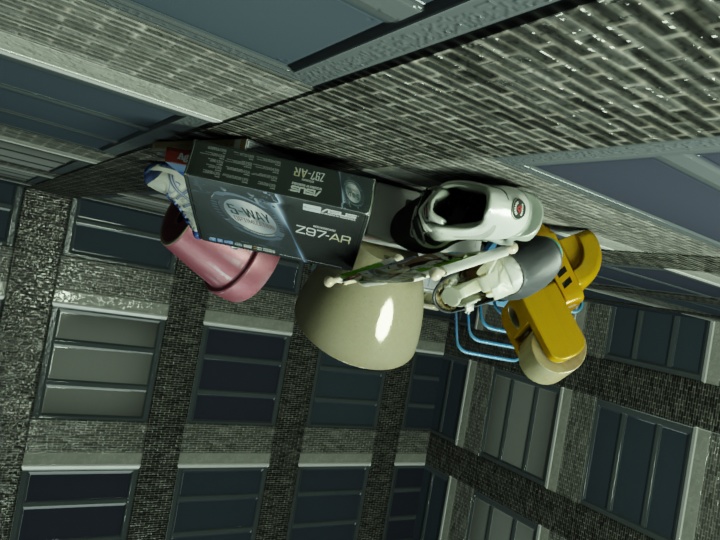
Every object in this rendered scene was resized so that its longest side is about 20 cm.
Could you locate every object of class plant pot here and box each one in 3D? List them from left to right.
[{"bbox_3d":[-0.268,-0.066,1.164,0.178,0.204,0.198,32,165,-39],"label":"plant pot"}]

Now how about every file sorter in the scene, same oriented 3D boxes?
[{"bbox_3d":[0.248,0.048,1.000,0.136,0.125,0.201,10,147,-13],"label":"file sorter"}]

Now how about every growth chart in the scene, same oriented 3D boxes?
[{"bbox_3d":[0.069,-0.006,0.709,0.143,0.018,0.198,-19,-171,-39],"label":"growth chart"}]

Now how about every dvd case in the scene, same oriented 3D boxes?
[{"bbox_3d":[-0.143,-0.132,0.760,0.197,0.016,0.147,9,177,42],"label":"dvd case"}]

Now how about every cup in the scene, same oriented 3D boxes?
[{"bbox_3d":[0.015,0.022,0.909,0.196,0.145,0.202,16,-152,-9],"label":"cup"}]

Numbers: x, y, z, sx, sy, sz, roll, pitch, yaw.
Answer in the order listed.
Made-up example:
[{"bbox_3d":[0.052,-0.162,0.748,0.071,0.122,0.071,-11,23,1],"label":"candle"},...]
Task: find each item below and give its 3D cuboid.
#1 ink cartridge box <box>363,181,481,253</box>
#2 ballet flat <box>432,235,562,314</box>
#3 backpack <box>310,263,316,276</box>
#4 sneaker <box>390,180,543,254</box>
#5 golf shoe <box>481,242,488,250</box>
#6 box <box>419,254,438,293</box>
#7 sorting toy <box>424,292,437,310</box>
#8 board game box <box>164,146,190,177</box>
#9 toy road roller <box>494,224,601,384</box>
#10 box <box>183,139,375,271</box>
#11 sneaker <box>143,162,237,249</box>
[{"bbox_3d":[0.050,-0.066,0.815,0.196,0.068,0.116,12,178,-17],"label":"ink cartridge box"},{"bbox_3d":[0.154,0.014,0.748,0.072,0.075,0.199,11,161,-29],"label":"ballet flat"},{"bbox_3d":[0.000,0.000,1.111,0.180,0.205,0.146,13,159,-26],"label":"backpack"},{"bbox_3d":[0.088,-0.064,0.661,0.087,0.076,0.198,12,169,-38],"label":"sneaker"},{"bbox_3d":[0.228,-0.033,1.073,0.195,0.079,0.095,11,158,2],"label":"golf shoe"},{"bbox_3d":[0.181,-0.007,1.176,0.196,0.119,0.060,12,178,-12],"label":"box"},{"bbox_3d":[0.080,-0.014,1.261,0.181,0.203,0.037,11,137,0],"label":"sorting toy"},{"bbox_3d":[-0.125,-0.110,0.744,0.195,0.020,0.103,11,176,-4],"label":"board game box"},{"bbox_3d":[0.258,0.033,0.816,0.143,0.203,0.123,-19,161,-5],"label":"toy road roller"},{"bbox_3d":[-0.091,-0.067,0.704,0.195,0.044,0.161,12,157,-5],"label":"box"},{"bbox_3d":[-0.261,-0.100,0.973,0.196,0.090,0.075,23,174,4],"label":"sneaker"}]
